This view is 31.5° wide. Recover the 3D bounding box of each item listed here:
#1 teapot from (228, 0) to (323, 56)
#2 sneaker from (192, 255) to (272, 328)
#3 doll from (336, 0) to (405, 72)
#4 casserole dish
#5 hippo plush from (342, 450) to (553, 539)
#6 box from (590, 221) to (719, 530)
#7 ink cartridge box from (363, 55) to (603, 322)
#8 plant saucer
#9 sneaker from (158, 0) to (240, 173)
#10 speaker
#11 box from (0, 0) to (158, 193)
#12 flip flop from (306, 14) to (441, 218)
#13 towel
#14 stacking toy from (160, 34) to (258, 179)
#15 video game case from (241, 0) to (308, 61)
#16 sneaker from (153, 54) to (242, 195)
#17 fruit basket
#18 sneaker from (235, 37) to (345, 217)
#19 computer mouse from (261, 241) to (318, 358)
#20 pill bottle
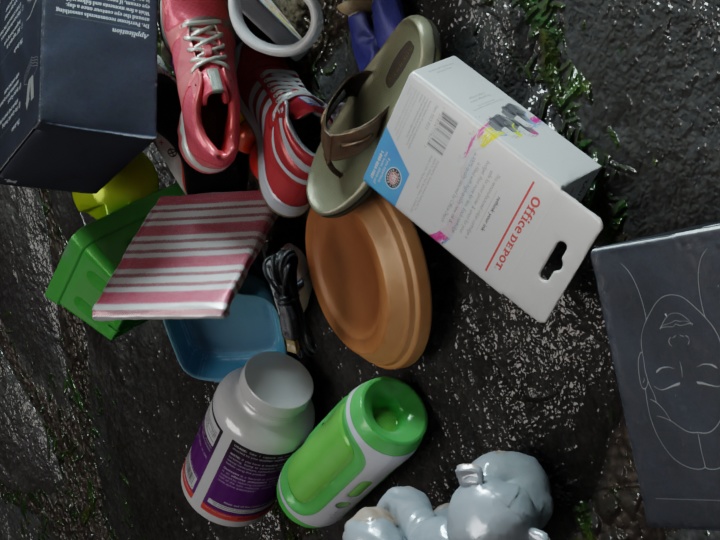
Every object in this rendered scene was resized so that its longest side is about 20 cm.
[{"bbox_3d":[-0.024,-0.304,1.079,0.146,0.197,0.200,46,153,6],"label":"teapot"},{"bbox_3d":[-0.152,0.032,1.392,0.071,0.083,0.200,65,148,17],"label":"sneaker"},{"bbox_3d":[0.035,-0.152,1.142,0.136,0.048,0.201,-15,87,54],"label":"doll"},{"bbox_3d":[-0.140,0.059,1.351,0.200,0.121,0.039,83,-175,-57],"label":"casserole dish"},{"bbox_3d":[0.078,0.221,1.095,0.159,0.200,0.161,36,121,14],"label":"hippo plush"},{"bbox_3d":[0.277,0.061,0.830,0.200,0.124,0.197,-10,91,52],"label":"box"},{"bbox_3d":[0.110,-0.066,1.032,0.200,0.068,0.115,41,130,20],"label":"ink cartridge box"},{"bbox_3d":[0.000,0.000,1.209,0.200,0.037,0.201,41,140,48],"label":"plant saucer"},{"bbox_3d":[-0.140,-0.191,1.207,0.087,0.074,0.201,-159,59,-71],"label":"sneaker"},{"bbox_3d":[-0.012,0.184,1.270,0.089,0.088,0.200,61,140,20],"label":"speaker"},{"bbox_3d":[-0.284,-0.200,1.261,0.197,0.117,0.201,-24,64,59],"label":"box"},{"bbox_3d":[0.000,-0.133,1.095,0.200,0.057,0.081,-56,49,33],"label":"flip flop"},{"bbox_3d":[-0.168,-0.014,1.288,0.146,0.200,0.030,-2,129,21],"label":"towel"},{"bbox_3d":[-0.127,-0.171,1.324,0.200,0.085,0.085,59,139,16],"label":"stacking toy"},{"bbox_3d":[-0.143,-0.304,1.228,0.023,0.200,0.182,-41,62,8],"label":"video game case"},{"bbox_3d":[-0.197,-0.154,1.381,0.108,0.067,0.202,52,175,44],"label":"sneaker"},{"bbox_3d":[-0.263,-0.055,1.424,0.216,0.215,0.156,61,140,21],"label":"fruit basket"},{"bbox_3d":[-0.069,-0.164,1.231,0.113,0.071,0.201,-51,49,53],"label":"sneaker"},{"bbox_3d":[-0.069,0.010,1.277,0.200,0.044,0.110,-113,7,-74],"label":"computer mouse"},{"bbox_3d":[-0.118,0.180,1.381,0.113,0.112,0.200,54,136,28],"label":"pill bottle"}]
